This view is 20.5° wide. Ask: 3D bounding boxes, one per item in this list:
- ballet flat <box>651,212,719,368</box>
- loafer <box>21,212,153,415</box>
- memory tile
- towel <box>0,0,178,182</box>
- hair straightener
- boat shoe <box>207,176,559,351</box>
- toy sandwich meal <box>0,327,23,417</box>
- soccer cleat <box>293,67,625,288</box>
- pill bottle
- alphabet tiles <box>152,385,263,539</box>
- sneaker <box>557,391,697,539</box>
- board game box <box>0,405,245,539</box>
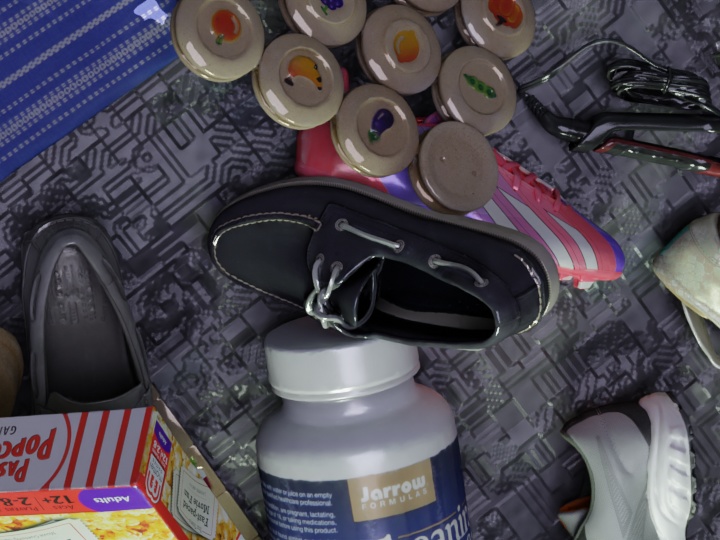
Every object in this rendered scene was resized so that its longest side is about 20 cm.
[{"bbox_3d":[0.243,0.051,1.159,0.062,0.067,0.200,-33,103,26],"label":"ballet flat"},{"bbox_3d":[-0.145,0.070,1.067,0.070,0.070,0.200,-13,103,-8],"label":"loafer"},{"bbox_3d":[0.002,-0.129,1.043,0.200,0.017,0.153,29,64,-23],"label":"memory tile"},{"bbox_3d":[-0.187,-0.165,1.023,0.145,0.024,0.200,-38,106,-21],"label":"towel"},{"bbox_3d":[0.187,-0.094,1.128,0.200,0.041,0.077,10,99,-8],"label":"hair straightener"},{"bbox_3d":[0.000,0.000,1.030,0.200,0.063,0.073,10,119,25],"label":"boat shoe"},{"bbox_3d":[-0.270,0.075,1.018,0.205,0.205,0.070,-34,68,-3],"label":"toy sandwich meal"},{"bbox_3d":[0.061,-0.047,1.096,0.200,0.067,0.077,18,93,-11],"label":"soccer cleat"},{"bbox_3d":[0.003,0.127,1.092,0.111,0.111,0.200,-11,103,-9],"label":"pill bottle"},{"bbox_3d":[-0.167,0.167,1.122,0.200,0.008,0.167,-34,105,-2],"label":"alphabet tiles"},{"bbox_3d":[0.156,0.171,1.158,0.079,0.074,0.200,-6,96,0],"label":"sneaker"},{"bbox_3d":[-0.140,0.143,1.011,0.151,0.046,0.200,-5,143,18],"label":"board game box"}]
